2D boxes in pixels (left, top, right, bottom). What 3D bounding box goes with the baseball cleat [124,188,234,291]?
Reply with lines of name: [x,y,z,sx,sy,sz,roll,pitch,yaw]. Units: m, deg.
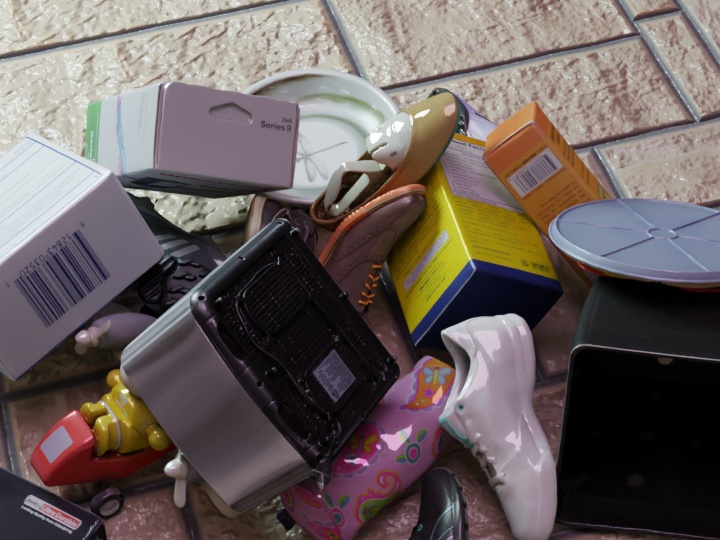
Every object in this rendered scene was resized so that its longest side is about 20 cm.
baseball cleat: [-0.195,-0.002,1.585,0.199,0.070,0.107,31,68,30]

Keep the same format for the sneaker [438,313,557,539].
sneaker: [0.112,0.141,1.398,0.087,0.075,0.203,-4,76,-21]

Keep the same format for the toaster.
toaster: [-0.081,0.083,1.351,0.181,0.118,0.200,51,34,-5]

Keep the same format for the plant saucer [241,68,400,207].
plant saucer: [-0.049,-0.128,1.694,0.197,0.051,0.202,0,49,0]

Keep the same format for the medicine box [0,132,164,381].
medicine box: [-0.312,-0.018,1.494,0.182,0.103,0.199,-41,32,-17]

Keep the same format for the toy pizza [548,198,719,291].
toy pizza: [0.263,-0.019,1.423,0.197,0.032,0.201,3,21,-1]

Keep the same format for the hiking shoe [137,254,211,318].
hiking shoe: [-0.113,0.048,1.517,0.198,0.087,0.075,24,64,7]

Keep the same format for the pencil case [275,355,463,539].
pencil case: [0.018,0.162,1.422,0.087,0.088,0.200,35,58,27]

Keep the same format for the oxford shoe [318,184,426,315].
oxford shoe: [0.000,0.000,1.521,0.071,0.200,0.073,4,46,-57]

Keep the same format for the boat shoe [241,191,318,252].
boat shoe: [-0.073,-0.033,1.541,0.065,0.201,0.073,13,94,2]

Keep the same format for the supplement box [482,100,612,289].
supplement box: [0.202,-0.060,1.543,0.069,0.200,0.067,-34,15,20]

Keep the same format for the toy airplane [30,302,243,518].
toy airplane: [-0.171,0.115,1.420,0.197,0.142,0.200,10,49,9]

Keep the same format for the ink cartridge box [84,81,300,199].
ink cartridge box: [-0.165,-0.121,1.545,0.144,0.199,0.089,6,85,-29]

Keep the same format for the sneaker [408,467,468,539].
sneaker: [0.054,0.251,1.347,0.078,0.076,0.202,-2,48,1]

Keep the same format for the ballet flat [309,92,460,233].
ballet flat: [0.019,-0.097,1.526,0.062,0.200,0.069,13,45,-31]

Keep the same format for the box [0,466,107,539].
box: [-0.348,0.253,1.362,0.198,0.050,0.199,24,54,18]

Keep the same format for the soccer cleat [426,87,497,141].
soccer cleat: [0.136,-0.122,1.690,0.073,0.069,0.200,-5,40,-37]

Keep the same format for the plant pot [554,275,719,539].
plant pot: [0.275,0.100,1.415,0.197,0.202,0.178,6,36,5]

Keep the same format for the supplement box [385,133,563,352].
supplement box: [0.095,-0.027,1.543,0.108,0.110,0.201,14,41,-31]
